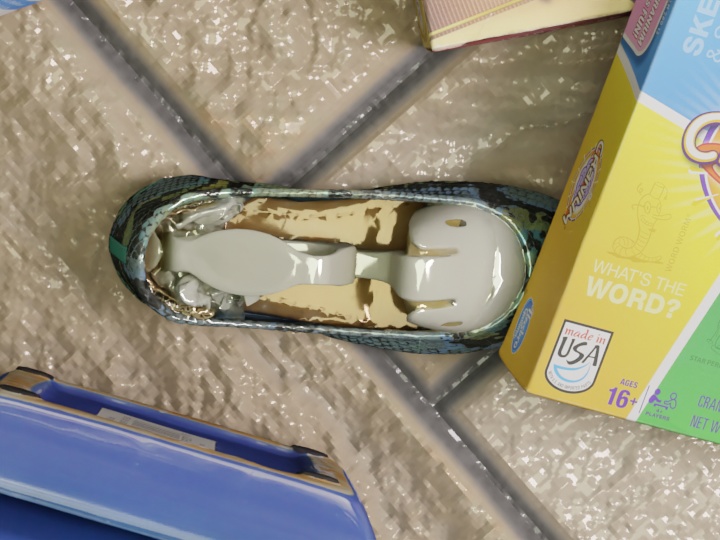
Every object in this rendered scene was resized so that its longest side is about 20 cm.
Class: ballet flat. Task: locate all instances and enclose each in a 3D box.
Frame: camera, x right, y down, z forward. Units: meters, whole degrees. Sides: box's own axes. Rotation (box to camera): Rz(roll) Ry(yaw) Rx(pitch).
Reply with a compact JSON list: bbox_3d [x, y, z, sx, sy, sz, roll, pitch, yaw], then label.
[{"bbox_3d":[0.000,0.000,1.008,0.199,0.074,0.075,0,96,-2],"label":"ballet flat"}]

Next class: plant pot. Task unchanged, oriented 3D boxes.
[{"bbox_3d":[-0.095,0.142,0.960,0.199,0.200,0.181,17,90,-3],"label":"plant pot"}]

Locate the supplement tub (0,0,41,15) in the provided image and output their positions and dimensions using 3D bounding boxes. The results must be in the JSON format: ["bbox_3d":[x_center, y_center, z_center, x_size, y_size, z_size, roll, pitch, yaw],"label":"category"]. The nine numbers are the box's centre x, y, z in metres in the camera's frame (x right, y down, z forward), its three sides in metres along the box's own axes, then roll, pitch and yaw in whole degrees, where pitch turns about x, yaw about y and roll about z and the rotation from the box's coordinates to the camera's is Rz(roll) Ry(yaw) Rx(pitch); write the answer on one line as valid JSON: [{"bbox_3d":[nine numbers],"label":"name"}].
[{"bbox_3d":[-0.081,-0.181,0.929,0.199,0.132,0.133,-17,97,19],"label":"supplement tub"}]

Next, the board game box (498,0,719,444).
[{"bbox_3d":[0.159,-0.032,0.990,0.152,0.040,0.201,15,106,-17],"label":"board game box"}]

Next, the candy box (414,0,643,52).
[{"bbox_3d":[0.063,-0.193,0.995,0.116,0.056,0.201,-10,95,-1],"label":"candy box"}]
